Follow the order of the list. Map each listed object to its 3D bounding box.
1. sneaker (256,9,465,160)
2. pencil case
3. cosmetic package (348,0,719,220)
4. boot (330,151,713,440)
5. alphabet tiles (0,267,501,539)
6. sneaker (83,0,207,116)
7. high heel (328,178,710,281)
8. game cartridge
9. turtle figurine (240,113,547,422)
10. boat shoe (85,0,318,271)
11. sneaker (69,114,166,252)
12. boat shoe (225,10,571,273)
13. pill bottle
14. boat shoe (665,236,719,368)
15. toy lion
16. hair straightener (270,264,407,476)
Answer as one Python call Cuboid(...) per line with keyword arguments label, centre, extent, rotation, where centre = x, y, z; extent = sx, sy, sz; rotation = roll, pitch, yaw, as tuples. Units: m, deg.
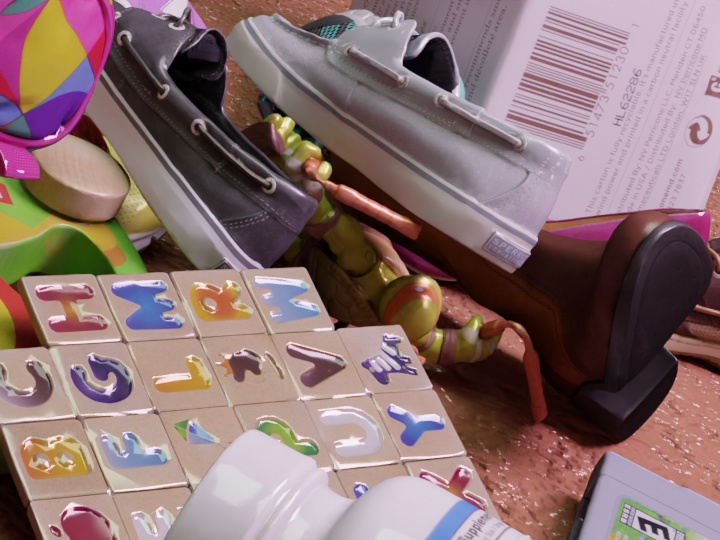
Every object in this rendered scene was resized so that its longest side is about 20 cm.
Cuboid(label="sneaker", centre=(-0.019, -0.100, 1.267), extent=(0.091, 0.078, 0.200), rotation=(-5, 13, -23))
Cuboid(label="pencil case", centre=(-0.192, -0.112, 0.923), extent=(0.200, 0.089, 0.088), rotation=(28, 20, 31))
Cuboid(label="cosmetic package", centre=(0.107, -0.132, 1.345), extent=(0.166, 0.168, 0.200), rotation=(13, 16, -29))
Cuboid(label="boot", centre=(0.069, -0.024, 1.090), extent=(0.200, 0.068, 0.188), rotation=(41, -11, 17))
Cuboid(label="alphabet tiles", centre=(-0.044, 0.066, 0.871), extent=(0.199, 0.006, 0.167), rotation=(-2, 53, -36))
Cuboid(label="sneaker", centre=(-0.134, -0.129, 1.170), extent=(0.200, 0.072, 0.115), rotation=(-63, 129, -77))
Cuboid(label="high heel", centre=(0.081, -0.031, 1.208), extent=(0.200, 0.096, 0.067), rotation=(29, 22, 10))
Cuboid(label="game cartridge", centre=(0.142, 0.147, 0.947), extent=(0.133, 0.041, 0.200), rotation=(30, 21, 2))
Cuboid(label="turtle figurine", centre=(0.000, 0.000, 1.083), extent=(0.200, 0.064, 0.161), rotation=(43, 0, -39))
Cuboid(label="boat shoe", centre=(-0.083, -0.079, 1.009), extent=(0.200, 0.066, 0.070), rotation=(55, 11, 33))
Cuboid(label="sneaker", centre=(-0.158, -0.065, 1.031), extent=(0.199, 0.091, 0.078), rotation=(13, 23, -33))
Cuboid(label="boat shoe", centre=(0.019, -0.075, 1.039), extent=(0.201, 0.072, 0.070), rotation=(39, 5, 37))
Cuboid(label="pill bottle", centre=(0.029, 0.136, 0.740), extent=(0.200, 0.113, 0.112), rotation=(28, 21, 11))
Cuboid(label="boat shoe", centre=(0.191, 0.009, 1.269), extent=(0.199, 0.072, 0.072), rotation=(23, 21, -3))
Cuboid(label="toy lion", centre=(-0.165, 0.012, 0.897), extent=(0.199, 0.069, 0.192), rotation=(10, 33, -35))
Cuboid(label="hair straightener", centre=(-0.039, 0.040, 0.985), extent=(0.077, 0.041, 0.200), rotation=(17, 22, -21))
